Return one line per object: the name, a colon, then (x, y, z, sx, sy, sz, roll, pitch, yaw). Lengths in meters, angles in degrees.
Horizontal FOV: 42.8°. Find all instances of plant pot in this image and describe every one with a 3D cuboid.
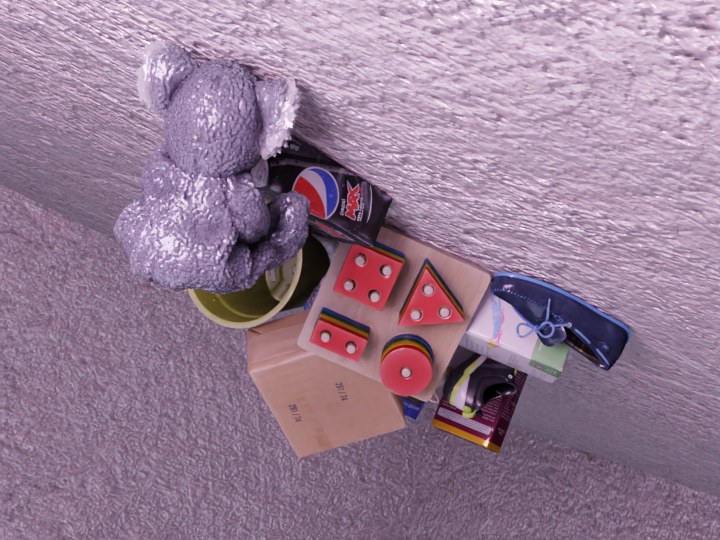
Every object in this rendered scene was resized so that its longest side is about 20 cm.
plant pot: (-0.137, -0.010, 1.414, 0.199, 0.201, 0.190, 19, -177, 23)

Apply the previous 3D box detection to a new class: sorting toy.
sorting toy: (0.040, 0.059, 1.192, 0.198, 0.201, 0.070, 24, -162, -3)

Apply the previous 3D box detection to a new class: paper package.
paper package: (-0.048, 0.156, 1.353, 0.189, 0.104, 0.201, -17, 127, 11)

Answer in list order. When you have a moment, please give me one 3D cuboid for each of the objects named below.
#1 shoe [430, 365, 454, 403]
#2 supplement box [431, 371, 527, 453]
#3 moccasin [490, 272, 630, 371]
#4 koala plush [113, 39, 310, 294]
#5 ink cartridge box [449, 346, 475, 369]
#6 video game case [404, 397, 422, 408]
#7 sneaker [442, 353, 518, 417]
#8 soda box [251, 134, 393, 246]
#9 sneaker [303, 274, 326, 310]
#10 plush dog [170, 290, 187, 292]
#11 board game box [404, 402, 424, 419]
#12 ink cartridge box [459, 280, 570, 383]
shoe: (0.081, 0.128, 1.331, 0.070, 0.054, 0.200, 16, 156, 42)
supplement box: (0.216, 0.199, 1.588, 0.110, 0.201, 0.086, 19, 171, 26)
moccasin: (0.250, 0.066, 1.153, 0.199, 0.069, 0.080, 25, 171, -9)
koala plush: (-0.133, -0.099, 0.838, 0.176, 0.201, 0.184, 23, -150, 8)
ink cartridge box: (0.157, 0.103, 1.444, 0.199, 0.118, 0.067, 30, 167, -34)
video game case: (0.077, 0.119, 1.537, 0.045, 0.182, 0.200, 18, 169, 34)
sneaker: (0.210, 0.156, 1.381, 0.083, 0.200, 0.072, 36, 148, 30)
soda box: (-0.063, -0.097, 1.014, 0.199, 0.064, 0.071, 29, 170, -33)
sneaker: (-0.050, 0.061, 1.438, 0.077, 0.085, 0.200, 46, 176, 18)
plush dog: (-0.274, -0.045, 1.498, 0.199, 0.173, 0.160, 20, 170, 23)
board game box: (0.058, 0.149, 1.707, 0.199, 0.200, 0.041, 24, -168, -9)
ink cartridge box: (0.197, 0.076, 1.293, 0.199, 0.088, 0.145, 20, 170, 11)
